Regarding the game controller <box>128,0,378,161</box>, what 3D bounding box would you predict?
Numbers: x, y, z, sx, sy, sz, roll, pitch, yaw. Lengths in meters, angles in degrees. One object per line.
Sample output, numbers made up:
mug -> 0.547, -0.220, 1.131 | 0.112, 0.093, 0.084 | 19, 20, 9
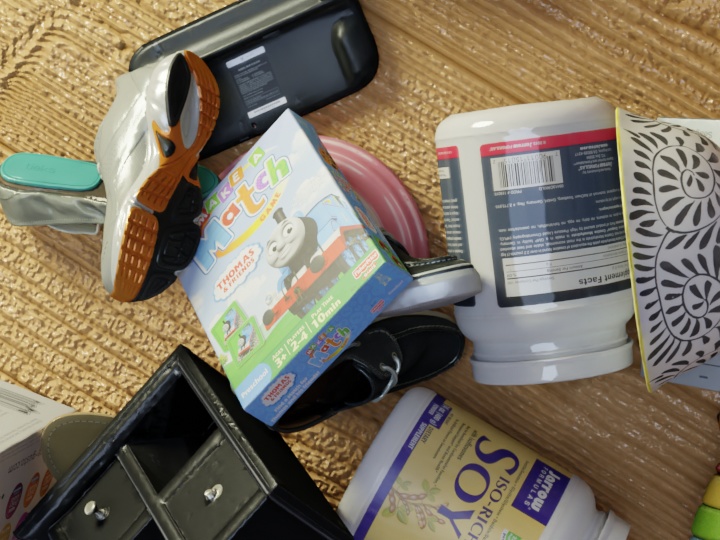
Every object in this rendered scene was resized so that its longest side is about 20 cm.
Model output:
game controller -> -0.086, -0.163, 1.449 | 0.198, 0.042, 0.105 | -22, 105, 12

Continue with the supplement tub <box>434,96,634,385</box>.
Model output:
supplement tub -> 0.134, -0.024, 1.360 | 0.139, 0.140, 0.202 | -6, 94, 11

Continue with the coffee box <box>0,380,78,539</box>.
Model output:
coffee box -> -0.371, 0.185, 1.446 | 0.198, 0.200, 0.200 | 20, 98, 8

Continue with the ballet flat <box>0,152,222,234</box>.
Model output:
ballet flat -> -0.201, -0.057, 1.469 | 0.198, 0.068, 0.064 | 6, 131, 13

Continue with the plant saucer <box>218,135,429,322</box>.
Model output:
plant saucer -> -0.045, -0.006, 1.443 | 0.198, 0.051, 0.203 | 1, 95, 12

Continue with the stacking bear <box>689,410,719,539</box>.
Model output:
stacking bear -> 0.302, 0.181, 1.365 | 0.113, 0.121, 0.202 | 10, 89, 12

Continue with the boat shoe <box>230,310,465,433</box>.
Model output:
boat shoe -> 0.001, 0.081, 1.387 | 0.068, 0.198, 0.072 | 39, 132, 47

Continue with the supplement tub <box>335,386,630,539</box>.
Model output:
supplement tub -> 0.091, 0.197, 1.385 | 0.199, 0.145, 0.146 | 30, 100, 7

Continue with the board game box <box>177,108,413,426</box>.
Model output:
board game box -> -0.059, -0.006, 1.339 | 0.151, 0.036, 0.200 | -46, 42, 13

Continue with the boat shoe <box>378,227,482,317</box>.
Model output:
boat shoe -> 0.000, 0.000, 1.345 | 0.199, 0.072, 0.072 | -7, 87, 37

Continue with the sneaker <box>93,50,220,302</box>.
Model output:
sneaker -> -0.171, -0.069, 1.397 | 0.091, 0.076, 0.202 | -5, 64, 40

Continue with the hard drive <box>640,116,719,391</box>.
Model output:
hard drive -> 0.271, -0.012, 1.354 | 0.131, 0.027, 0.202 | 8, 97, 50

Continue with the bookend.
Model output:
bookend -> -0.136, 0.195, 1.341 | 0.200, 0.199, 0.092 | -47, 128, 4

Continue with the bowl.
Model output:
bowl -> 0.236, -0.020, 1.272 | 0.093, 0.201, 0.203 | -7, 93, 10

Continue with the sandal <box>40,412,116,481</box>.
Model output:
sandal -> -0.161, 0.158, 1.476 | 0.210, 0.070, 0.078 | 16, 101, -14
